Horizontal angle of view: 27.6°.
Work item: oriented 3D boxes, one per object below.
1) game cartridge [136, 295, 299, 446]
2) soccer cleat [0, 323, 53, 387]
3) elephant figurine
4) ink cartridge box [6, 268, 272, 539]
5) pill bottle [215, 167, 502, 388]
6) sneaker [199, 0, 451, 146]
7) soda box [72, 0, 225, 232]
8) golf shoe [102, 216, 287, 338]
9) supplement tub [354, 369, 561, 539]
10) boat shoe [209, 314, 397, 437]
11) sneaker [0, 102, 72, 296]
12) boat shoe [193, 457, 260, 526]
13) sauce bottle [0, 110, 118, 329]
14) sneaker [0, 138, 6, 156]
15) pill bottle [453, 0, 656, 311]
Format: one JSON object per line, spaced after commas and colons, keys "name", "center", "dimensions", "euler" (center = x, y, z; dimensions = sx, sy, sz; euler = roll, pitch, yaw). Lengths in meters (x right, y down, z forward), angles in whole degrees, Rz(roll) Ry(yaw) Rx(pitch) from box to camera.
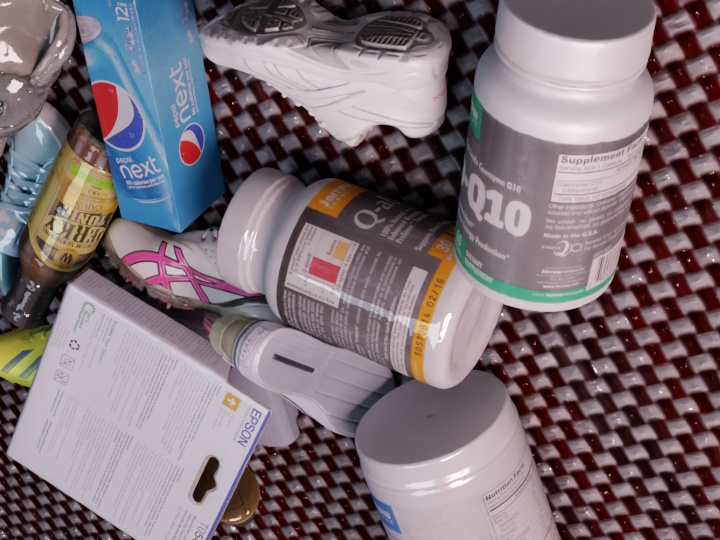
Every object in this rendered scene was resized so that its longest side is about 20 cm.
{"name": "game cartridge", "center": [-0.154, 0.087, 1.325], "dimensions": [0.199, 0.042, 0.134], "euler": [5, 129, 34]}
{"name": "soccer cleat", "center": [-0.240, 0.064, 1.283], "dimensions": [0.198, 0.065, 0.084], "euler": [3, 133, 17]}
{"name": "elephant figurine", "center": [-0.275, -0.169, 1.107], "dimensions": [0.154, 0.142, 0.201], "euler": [-26, 104, 24]}
{"name": "ink cartridge box", "center": [-0.184, 0.128, 1.229], "dimensions": [0.199, 0.043, 0.197], "euler": [31, 120, 6]}
{"name": "pill bottle", "center": [0.000, 0.000, 1.083], "dimensions": [0.199, 0.116, 0.117], "euler": [22, 133, 21]}
{"name": "sneaker", "center": [-0.028, -0.133, 1.035], "dimensions": [0.199, 0.078, 0.100], "euler": [16, 134, 28]}
{"name": "soda box", "center": [-0.162, -0.135, 1.136], "dimensions": [0.064, 0.068, 0.201], "euler": [13, 129, 28]}
{"name": "golf shoe", "center": [-0.127, -0.003, 1.224], "dimensions": [0.199, 0.072, 0.093], "euler": [30, 102, 23]}
{"name": "supplement tub", "center": [0.085, 0.195, 1.160], "dimensions": [0.131, 0.132, 0.201], "euler": [-2, 121, 37]}
{"name": "boat shoe", "center": [-0.040, 0.075, 1.161], "dimensions": [0.062, 0.072, 0.200], "euler": [29, 176, 39]}
{"name": "sneaker", "center": [-0.287, -0.052, 1.282], "dimensions": [0.073, 0.082, 0.201], "euler": [23, 133, 20]}
{"name": "boat shoe", "center": [-0.170, 0.160, 1.312], "dimensions": [0.200, 0.073, 0.065], "euler": [44, 156, 19]}
{"name": "sauce bottle", "center": [-0.248, -0.037, 1.237], "dimensions": [0.064, 0.065, 0.201], "euler": [35, 118, 9]}
{"name": "sneaker", "center": [-0.316, -0.187, 1.209], "dimensions": [0.075, 0.088, 0.202], "euler": [10, 109, -5]}
{"name": "pill bottle", "center": [0.123, -0.083, 0.933], "dimensions": [0.112, 0.113, 0.201], "euler": [22, 132, 21]}
